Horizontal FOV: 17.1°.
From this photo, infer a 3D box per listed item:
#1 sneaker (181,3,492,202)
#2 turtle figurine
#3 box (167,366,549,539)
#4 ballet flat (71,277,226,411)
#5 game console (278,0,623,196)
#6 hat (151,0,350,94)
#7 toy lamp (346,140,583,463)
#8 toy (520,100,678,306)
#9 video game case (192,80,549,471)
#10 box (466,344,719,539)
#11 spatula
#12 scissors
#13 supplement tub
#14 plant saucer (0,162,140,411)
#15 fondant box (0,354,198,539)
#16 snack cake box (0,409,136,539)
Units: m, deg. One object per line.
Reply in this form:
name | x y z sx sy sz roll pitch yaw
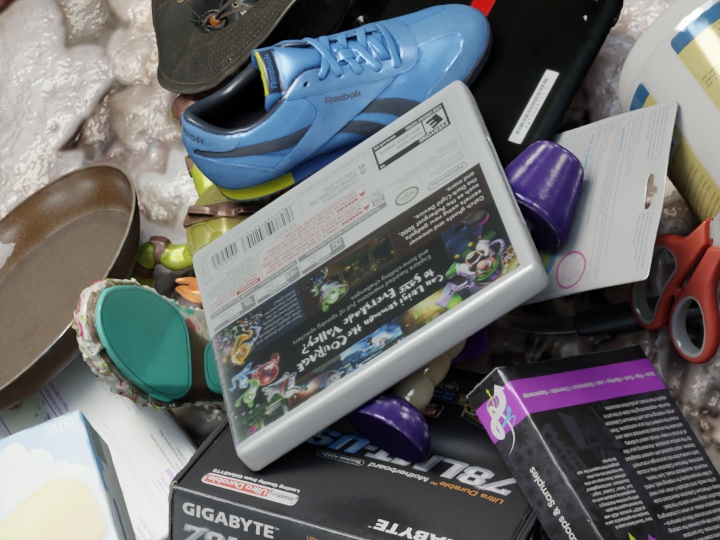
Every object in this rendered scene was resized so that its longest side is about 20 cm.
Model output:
sneaker | -0.015 -0.113 1.446 0.199 0.079 0.066 -26 52 2
turtle figurine | -0.092 -0.034 1.525 0.198 0.064 0.163 -6 67 11
box | 0.017 0.117 1.384 0.198 0.050 0.199 13 28 18
ballet flat | -0.119 0.053 1.435 0.063 0.200 0.076 -7 72 32
game console | 0.049 -0.111 1.485 0.176 0.031 0.201 18 68 29
hat | -0.053 -0.189 1.560 0.200 0.081 0.202 -35 40 36
toy lamp | 0.066 0.014 1.365 0.058 0.058 0.201 24 70 21
toy | 0.115 -0.023 1.439 0.199 0.047 0.116 -12 58 43
video game case | 0.000 0.000 1.373 0.199 0.023 0.182 -33 38 12
box | 0.158 0.138 1.350 0.036 0.142 0.201 -45 65 33
spatula | 0.117 0.031 1.472 0.198 0.021 0.057 -6 52 8
scissors | 0.201 -0.026 1.370 0.014 0.201 0.073 -18 53 -30
supplement tub | 0.259 -0.069 1.411 0.144 0.145 0.201 -32 65 -1
plant saucer | -0.206 0.019 1.502 0.199 0.032 0.201 -32 30 22
fondant box | -0.193 0.151 1.480 0.199 0.058 0.145 -36 66 -3
snack cake box | -0.218 0.168 1.283 0.199 0.067 0.116 -21 66 1
